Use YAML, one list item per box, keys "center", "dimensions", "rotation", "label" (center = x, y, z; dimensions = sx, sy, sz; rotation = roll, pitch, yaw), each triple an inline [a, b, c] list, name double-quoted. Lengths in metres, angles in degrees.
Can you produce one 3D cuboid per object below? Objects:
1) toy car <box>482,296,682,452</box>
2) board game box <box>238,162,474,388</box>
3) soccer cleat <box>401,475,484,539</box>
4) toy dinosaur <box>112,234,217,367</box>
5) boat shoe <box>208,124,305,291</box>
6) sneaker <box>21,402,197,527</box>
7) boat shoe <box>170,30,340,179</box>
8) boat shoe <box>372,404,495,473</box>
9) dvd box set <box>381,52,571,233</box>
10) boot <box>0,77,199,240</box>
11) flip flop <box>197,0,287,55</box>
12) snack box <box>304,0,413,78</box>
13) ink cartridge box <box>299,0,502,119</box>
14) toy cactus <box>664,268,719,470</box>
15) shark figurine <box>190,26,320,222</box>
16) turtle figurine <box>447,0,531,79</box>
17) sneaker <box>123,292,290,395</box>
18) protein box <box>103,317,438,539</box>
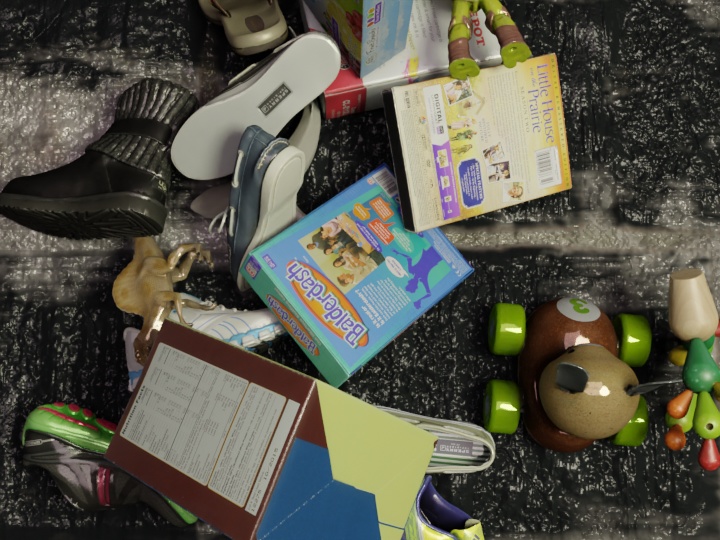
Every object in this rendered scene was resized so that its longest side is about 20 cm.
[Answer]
- center: [0.217, 0.097, 0.816]
  dimensions: [0.162, 0.200, 0.160]
  rotation: [5, 81, -1]
  label: "toy car"
- center: [0.000, 0.000, 0.863]
  dimensions: [0.199, 0.045, 0.153]
  rotation: [-36, 83, -34]
  label: "board game box"
- center: [0.103, 0.293, 0.841]
  dimensions: [0.084, 0.065, 0.200]
  rotation: [-45, 82, 22]
  label: "soccer cleat"
- center: [-0.201, 0.001, 0.853]
  dimensions: [0.100, 0.058, 0.202]
  rotation: [-15, 59, 0]
  label: "toy dinosaur"
- center: [-0.107, -0.057, 0.846]
  dimensions: [0.062, 0.201, 0.075]
  rotation: [37, 55, 14]
  label: "boat shoe"
- center: [-0.250, 0.206, 0.859]
  dimensions: [0.198, 0.077, 0.085]
  rotation: [26, 98, 6]
  label: "sneaker"
- center: [-0.102, -0.164, 0.848]
  dimensions: [0.199, 0.064, 0.071]
  rotation: [-35, 112, 8]
  label: "boat shoe"
- center: [0.041, 0.174, 0.868]
  dimensions: [0.197, 0.062, 0.073]
  rotation: [0, 81, 0]
  label: "boat shoe"
- center: [0.125, -0.135, 0.884]
  dimensions: [0.198, 0.029, 0.148]
  rotation: [-17, 105, -21]
  label: "dvd box set"
- center: [-0.275, -0.118, 0.894]
  dimensions: [0.208, 0.080, 0.160]
  rotation: [2, 68, 15]
  label: "boot"
- center: [-0.130, -0.288, 0.897]
  dimensions: [0.080, 0.058, 0.201]
  rotation: [-25, 41, -2]
  label: "flip flop"
- center: [-0.031, -0.307, 0.805]
  dimensions: [0.067, 0.169, 0.201]
  rotation: [-33, 81, -7]
  label: "snack box"
- center: [0.041, -0.263, 0.927]
  dimensions: [0.197, 0.083, 0.148]
  rotation: [-12, 80, -3]
  label: "ink cartridge box"
- center: [0.335, 0.082, 0.820]
  dimensions: [0.101, 0.200, 0.167]
  rotation: [-5, 108, 32]
  label: "toy cactus"
- center: [-0.079, -0.135, 0.903]
  dimensions: [0.127, 0.090, 0.216]
  rotation: [27, 83, 1]
  label: "shark figurine"
- center: [0.120, -0.279, 0.844]
  dimensions: [0.197, 0.065, 0.163]
  rotation: [-10, 70, -5]
  label: "turtle figurine"
- center: [-0.155, 0.057, 0.879]
  dimensions: [0.198, 0.075, 0.088]
  rotation: [-19, 76, -5]
  label: "sneaker"
- center: [-0.077, 0.158, 0.760]
  dimensions: [0.198, 0.198, 0.136]
  rotation: [16, 78, 40]
  label: "protein box"
